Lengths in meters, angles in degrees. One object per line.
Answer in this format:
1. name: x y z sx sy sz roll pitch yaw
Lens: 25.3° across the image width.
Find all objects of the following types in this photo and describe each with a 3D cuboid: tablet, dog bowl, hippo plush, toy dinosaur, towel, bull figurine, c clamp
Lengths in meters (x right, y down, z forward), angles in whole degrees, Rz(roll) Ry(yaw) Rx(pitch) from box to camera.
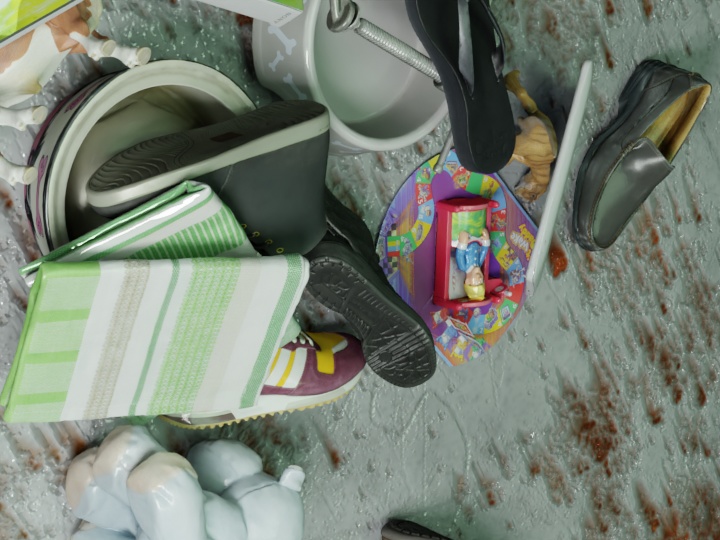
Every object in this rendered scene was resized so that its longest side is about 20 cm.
1. tablet: 0.179 -0.080 1.440 0.130 0.014 0.202 54 51 -81
2. dog bowl: 0.010 -0.187 1.288 0.199 0.058 0.202 -11 108 -36
3. hippo plush: -0.113 0.183 1.228 0.160 0.199 0.161 -23 137 -41
4. toy dinosaur: 0.150 -0.121 1.392 0.060 0.106 0.200 -40 166 -6
5. towel: -0.138 0.027 1.148 0.151 0.023 0.201 -28 141 -2
6. bull figurine: -0.224 -0.156 1.104 0.200 0.121 0.065 -51 155 -9
7. c clamp: 0.041 -0.194 1.256 0.199 0.027 0.172 31 81 -40
8. dog bowl: -0.161 -0.059 1.194 0.199 0.073 0.203 -10 106 -37
9. towel: -0.145 0.044 1.129 0.198 0.031 0.150 0 131 -30

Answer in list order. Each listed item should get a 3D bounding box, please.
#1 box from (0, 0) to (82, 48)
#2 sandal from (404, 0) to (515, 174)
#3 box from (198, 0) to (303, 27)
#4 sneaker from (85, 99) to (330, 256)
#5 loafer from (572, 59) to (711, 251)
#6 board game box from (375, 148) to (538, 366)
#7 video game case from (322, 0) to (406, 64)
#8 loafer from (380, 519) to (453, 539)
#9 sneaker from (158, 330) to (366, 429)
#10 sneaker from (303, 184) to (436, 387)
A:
1. box: -0.260 -0.184 1.001 0.116 0.199 0.061 -37 121 -27
2. sandal: 0.091 -0.172 1.263 0.076 0.043 0.202 -39 122 -31
3. box: -0.107 -0.290 1.157 0.143 0.036 0.202 10 72 -38
4. sneaker: -0.099 -0.045 1.152 0.199 0.075 0.107 -20 118 -31
5. loafer: 0.265 -0.108 1.526 0.073 0.072 0.202 30 82 -40
6. board game box: 0.102 -0.010 1.438 0.159 0.039 0.200 -53 128 -16
7. video game case: -0.008 -0.290 1.298 0.143 0.019 0.201 -48 126 -20
8. loafer: 0.086 0.289 1.475 0.199 0.073 0.072 33 79 -39
9. sneaker: -0.075 0.063 1.292 0.199 0.075 0.091 -14 114 -37
10. sneaker: -0.002 0.002 1.322 0.060 0.105 0.200 -30 126 17
